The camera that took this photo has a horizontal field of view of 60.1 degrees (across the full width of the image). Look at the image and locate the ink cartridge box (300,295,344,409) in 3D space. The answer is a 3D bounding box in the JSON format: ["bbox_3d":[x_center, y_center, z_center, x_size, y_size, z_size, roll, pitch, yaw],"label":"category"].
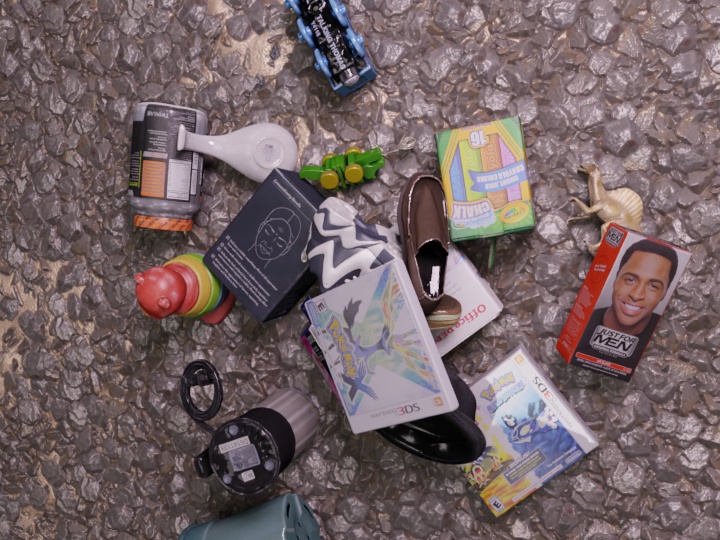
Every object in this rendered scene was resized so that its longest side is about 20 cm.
[{"bbox_3d":[-0.050,0.141,1.014,0.037,0.095,0.202,-28,84,-19],"label":"ink cartridge box"}]

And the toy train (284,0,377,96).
[{"bbox_3d":[-0.049,-0.373,0.966,0.086,0.114,0.202,-27,87,12],"label":"toy train"}]

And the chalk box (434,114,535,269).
[{"bbox_3d":[0.190,-0.107,0.913,0.122,0.125,0.203,-9,93,16],"label":"chalk box"}]

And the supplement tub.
[{"bbox_3d":[-0.328,-0.173,1.056,0.121,0.122,0.203,8,96,15],"label":"supplement tub"}]

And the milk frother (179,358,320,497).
[{"bbox_3d":[-0.180,0.229,1.008,0.178,0.188,0.204,-3,93,15],"label":"milk frother"}]

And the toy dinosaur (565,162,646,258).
[{"bbox_3d":[0.368,-0.065,0.898,0.101,0.058,0.201,-41,83,13],"label":"toy dinosaur"}]

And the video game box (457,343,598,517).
[{"bbox_3d":[0.231,0.248,0.967,0.200,0.047,0.183,-42,80,15],"label":"video game box"}]

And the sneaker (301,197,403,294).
[{"bbox_3d":[0.000,0.000,0.912,0.198,0.080,0.130,31,117,-9],"label":"sneaker"}]

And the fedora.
[{"bbox_3d":[0.099,0.200,0.925,0.198,0.092,0.202,19,140,17],"label":"fedora"}]

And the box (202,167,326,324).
[{"bbox_3d":[-0.130,-0.041,1.017,0.148,0.107,0.200,45,105,9],"label":"box"}]

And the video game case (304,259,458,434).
[{"bbox_3d":[0.022,0.109,0.841,0.181,0.022,0.203,-25,85,39],"label":"video game case"}]

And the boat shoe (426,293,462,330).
[{"bbox_3d":[0.053,0.072,0.914,0.197,0.072,0.077,3,110,25],"label":"boat shoe"}]

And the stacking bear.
[{"bbox_3d":[-0.291,0.029,1.019,0.114,0.200,0.122,-44,82,14],"label":"stacking bear"}]

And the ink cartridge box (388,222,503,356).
[{"bbox_3d":[0.105,0.019,0.965,0.147,0.086,0.201,-37,85,16],"label":"ink cartridge box"}]

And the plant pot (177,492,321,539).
[{"bbox_3d":[-0.170,0.481,1.031,0.194,0.200,0.202,-28,86,8],"label":"plant pot"}]

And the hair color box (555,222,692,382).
[{"bbox_3d":[0.366,0.046,0.879,0.100,0.061,0.203,16,106,-6],"label":"hair color box"}]

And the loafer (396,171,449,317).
[{"bbox_3d":[0.095,-0.039,0.836,0.072,0.071,0.203,5,77,-22],"label":"loafer"}]

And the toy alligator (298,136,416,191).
[{"bbox_3d":[-0.001,-0.163,1.003,0.197,0.060,0.055,-13,134,11],"label":"toy alligator"}]

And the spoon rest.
[{"bbox_3d":[-0.199,-0.201,1.022,0.197,0.061,0.101,7,95,-22],"label":"spoon rest"}]
